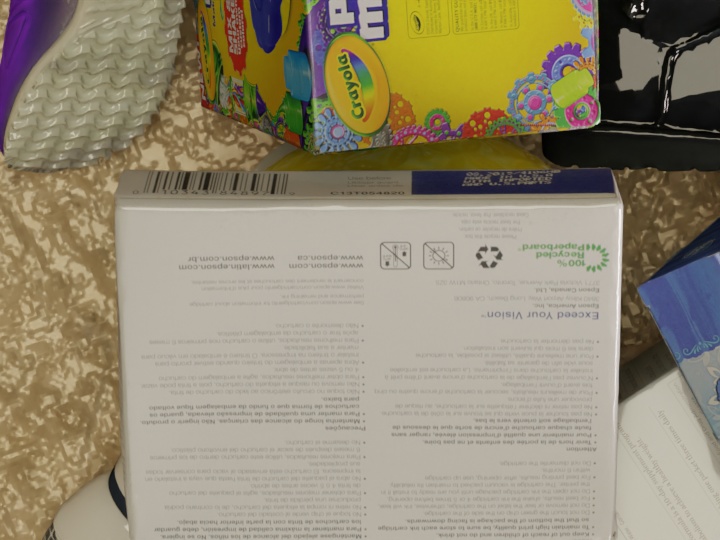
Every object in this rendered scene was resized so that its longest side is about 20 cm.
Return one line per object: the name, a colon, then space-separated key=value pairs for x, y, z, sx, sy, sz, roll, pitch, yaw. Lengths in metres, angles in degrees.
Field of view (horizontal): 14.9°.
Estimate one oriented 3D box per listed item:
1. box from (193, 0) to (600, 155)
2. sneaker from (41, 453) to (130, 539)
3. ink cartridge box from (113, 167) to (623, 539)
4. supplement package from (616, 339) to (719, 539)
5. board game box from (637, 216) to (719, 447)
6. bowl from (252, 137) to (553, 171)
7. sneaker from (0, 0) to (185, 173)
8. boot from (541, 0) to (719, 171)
box: x=0.006 y=-0.161 z=1.139 sx=0.122 sy=0.193 sz=0.200 roll=-7 pitch=100 yaw=-15
sneaker: x=-0.058 y=0.170 z=1.259 sx=0.200 sy=0.076 sz=0.081 roll=46 pitch=108 yaw=2
ink cartridge box: x=0.004 y=0.056 z=1.099 sx=0.199 sy=0.041 sz=0.200 roll=0 pitch=113 yaw=1
supplement package: x=0.084 y=0.131 z=1.191 sx=0.200 sy=0.114 sz=0.110 roll=-33 pitch=92 yaw=3
board game box: x=0.208 y=0.061 z=1.166 sx=0.043 sy=0.200 sz=0.199 roll=-25 pitch=94 yaw=28
bowl: x=0.000 y=0.000 z=1.203 sx=0.200 sy=0.200 sz=0.108 roll=-33 pitch=52 yaw=5
sneaker: x=-0.122 y=-0.138 z=1.221 sx=0.069 sy=0.100 sz=0.200 roll=-2 pitch=134 yaw=-30
boot: x=0.169 y=-0.129 z=1.154 sx=0.200 sy=0.076 sz=0.168 roll=0 pitch=112 yaw=1
